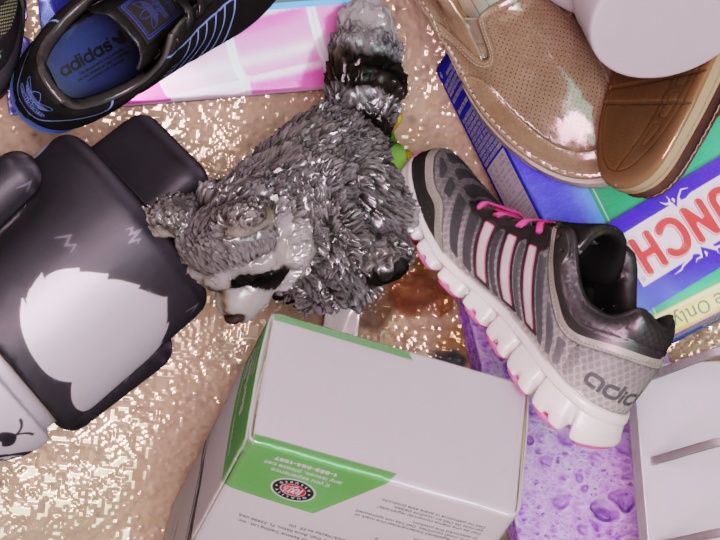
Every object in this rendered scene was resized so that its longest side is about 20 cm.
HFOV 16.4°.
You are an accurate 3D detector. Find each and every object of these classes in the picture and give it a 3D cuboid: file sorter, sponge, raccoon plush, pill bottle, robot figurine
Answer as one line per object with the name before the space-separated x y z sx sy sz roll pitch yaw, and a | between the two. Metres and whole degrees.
file sorter | 0.235 0.141 1.337 0.138 0.125 0.201 -1 81 -16
sponge | 0.125 0.077 1.433 0.111 0.030 0.201 -14 96 -11
raccoon plush | -0.047 -0.064 1.297 0.134 0.097 0.201 28 50 -49
pill bottle | 0.130 -0.201 1.285 0.119 0.120 0.200 -11 51 -10
robot figurine | -0.161 0.011 1.324 0.200 0.125 0.150 -40 100 -7

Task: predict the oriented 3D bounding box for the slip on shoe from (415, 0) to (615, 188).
slip on shoe | 0.080 -0.131 1.324 0.076 0.061 0.200 -31 83 -8

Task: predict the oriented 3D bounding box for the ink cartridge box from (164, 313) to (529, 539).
ink cartridge box | -0.015 0.125 1.322 0.145 0.200 0.084 16 52 -11

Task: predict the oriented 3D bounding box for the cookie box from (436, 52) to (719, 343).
cookie box | 0.163 -0.067 1.387 0.171 0.075 0.201 -26 83 -8

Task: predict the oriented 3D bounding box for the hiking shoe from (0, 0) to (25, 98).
hiking shoe | -0.221 -0.183 1.310 0.075 0.101 0.201 -8 93 -1

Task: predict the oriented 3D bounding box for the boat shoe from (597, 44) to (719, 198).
boat shoe | 0.189 -0.112 1.319 0.072 0.072 0.200 41 59 -30

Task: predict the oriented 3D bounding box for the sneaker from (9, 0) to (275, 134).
sneaker | -0.096 -0.141 1.314 0.200 0.078 0.070 -41 98 -12

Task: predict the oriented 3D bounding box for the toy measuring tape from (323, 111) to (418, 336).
toy measuring tape | 0.000 0.000 1.384 0.073 0.074 0.201 8 91 -11

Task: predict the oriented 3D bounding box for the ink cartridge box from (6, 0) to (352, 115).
ink cartridge box | -0.098 -0.140 1.375 0.199 0.037 0.095 -6 94 -9

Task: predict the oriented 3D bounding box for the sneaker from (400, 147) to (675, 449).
sneaker | 0.096 -0.004 1.302 0.087 0.200 0.074 -48 144 19
